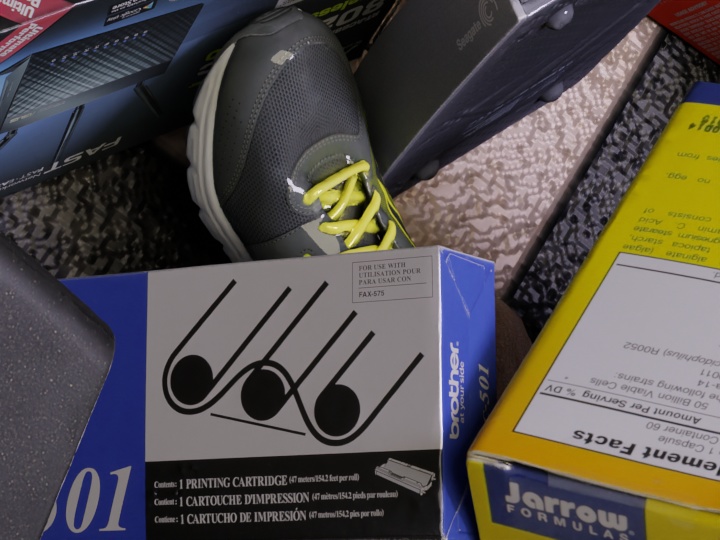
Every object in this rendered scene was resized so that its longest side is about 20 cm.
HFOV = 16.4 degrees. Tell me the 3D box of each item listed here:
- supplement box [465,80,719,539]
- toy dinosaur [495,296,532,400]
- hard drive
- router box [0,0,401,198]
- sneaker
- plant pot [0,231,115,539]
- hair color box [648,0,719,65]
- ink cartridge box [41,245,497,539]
[{"bbox_3d":[0.129,0.043,0.833,0.200,0.109,0.110,-54,145,-40],"label":"supplement box"},{"bbox_3d":[0.067,0.093,0.936,0.135,0.086,0.200,-22,83,-24],"label":"toy dinosaur"},{"bbox_3d":[0.060,-0.091,0.904,0.135,0.200,0.042,-33,84,-23],"label":"hard drive"},{"bbox_3d":[-0.071,-0.100,0.867,0.200,0.150,0.062,-23,77,-25],"label":"router box"},{"bbox_3d":[0.000,0.000,0.886,0.074,0.085,0.200,-35,128,-32],"label":"sneaker"},{"bbox_3d":[-0.195,0.040,0.764,0.177,0.199,0.200,23,86,-28],"label":"plant pot"},{"bbox_3d":[0.206,-0.116,1.046,0.200,0.061,0.102,33,71,-17],"label":"hair color box"},{"bbox_3d":[-0.052,0.047,0.840,0.044,0.200,0.094,14,73,-60],"label":"ink cartridge box"}]
